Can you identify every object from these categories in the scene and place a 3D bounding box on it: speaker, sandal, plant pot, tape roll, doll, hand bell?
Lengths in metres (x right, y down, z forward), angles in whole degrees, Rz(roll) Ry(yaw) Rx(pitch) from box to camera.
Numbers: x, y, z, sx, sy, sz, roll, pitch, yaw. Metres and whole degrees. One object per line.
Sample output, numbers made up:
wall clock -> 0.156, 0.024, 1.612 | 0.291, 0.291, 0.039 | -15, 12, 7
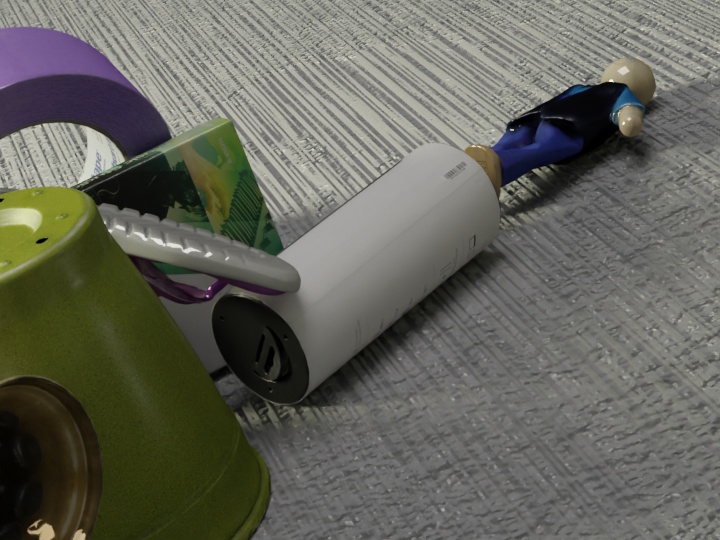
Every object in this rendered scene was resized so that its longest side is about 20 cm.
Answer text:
speaker -> 0.000, 0.000, 1.182 | 0.081, 0.081, 0.200 | 6, 34, 43
sandal -> -0.133, -0.006, 1.103 | 0.202, 0.050, 0.082 | 15, 10, 9
plant pot -> -0.174, 0.066, 1.027 | 0.200, 0.193, 0.200 | -16, 24, 7
tape roll -> -0.217, -0.050, 1.192 | 0.200, 0.200, 0.066 | -28, 47, -20
doll -> 0.141, -0.099, 1.328 | 0.200, 0.049, 0.136 | -30, 16, -38
hand bell -> -0.235, 0.097, 0.935 | 0.200, 0.104, 0.104 | 2, 31, 37

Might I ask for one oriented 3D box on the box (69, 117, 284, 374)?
box -> -0.142, 0.010, 1.180 | 0.200, 0.144, 0.036 | -29, 18, -20
